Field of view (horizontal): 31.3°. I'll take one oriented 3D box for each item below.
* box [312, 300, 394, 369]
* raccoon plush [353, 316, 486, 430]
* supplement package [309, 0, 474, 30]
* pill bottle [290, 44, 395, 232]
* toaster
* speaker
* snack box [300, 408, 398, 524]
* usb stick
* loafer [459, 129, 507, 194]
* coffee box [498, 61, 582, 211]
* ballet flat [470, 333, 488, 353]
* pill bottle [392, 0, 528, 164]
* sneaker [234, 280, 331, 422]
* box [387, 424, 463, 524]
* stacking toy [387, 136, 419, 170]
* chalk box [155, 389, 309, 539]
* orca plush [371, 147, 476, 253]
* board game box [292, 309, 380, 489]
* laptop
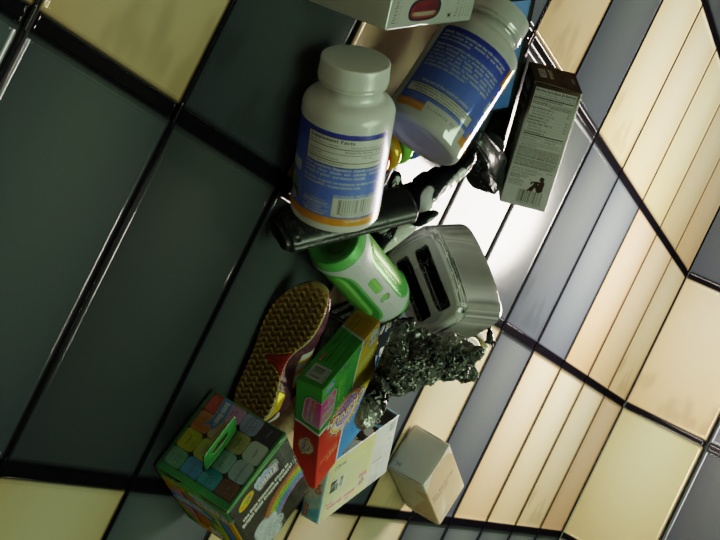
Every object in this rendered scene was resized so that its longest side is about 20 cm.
[{"bbox_3d":[-0.014,0.136,1.857,0.159,0.046,0.201,-23,133,-54],"label":"box"},{"bbox_3d":[0.085,0.157,1.752,0.097,0.133,0.201,97,16,-65],"label":"raccoon plush"},{"bbox_3d":[0.048,-0.347,1.458,0.200,0.109,0.115,-23,133,-54],"label":"supplement package"},{"bbox_3d":[-0.019,-0.156,1.505,0.112,0.112,0.201,-32,140,-48],"label":"pill bottle"},{"bbox_3d":[0.122,0.024,1.869,0.113,0.201,0.129,-28,162,29],"label":"toaster"},{"bbox_3d":[0.000,0.000,1.699,0.089,0.088,0.200,-59,149,-11],"label":"speaker"},{"bbox_3d":[-0.015,0.304,2.022,0.200,0.037,0.117,-28,136,-52],"label":"snack box"},{"bbox_3d":[-0.016,-0.064,1.589,0.199,0.056,0.033,-15,153,-31],"label":"usb stick"},{"bbox_3d":[0.182,-0.178,1.930,0.071,0.068,0.201,-68,161,-10],"label":"loafer"},{"bbox_3d":[0.278,-0.211,2.016,0.113,0.079,0.201,-83,-174,-66],"label":"coffee box"},{"bbox_3d":[0.181,0.126,2.200,0.068,0.067,0.200,-64,155,0],"label":"ballet flat"},{"bbox_3d":[0.124,-0.241,1.585,0.201,0.112,0.112,-56,154,-11],"label":"pill bottle"},{"bbox_3d":[-0.094,0.104,1.660,0.201,0.075,0.090,-60,164,4],"label":"sneaker"},{"bbox_3d":[0.118,0.366,2.289,0.095,0.077,0.200,-55,153,-18],"label":"box"},{"bbox_3d":[0.040,-0.162,1.659,0.200,0.085,0.086,-39,145,-34],"label":"stacking toy"},{"bbox_3d":[-0.161,0.245,1.589,0.125,0.123,0.201,-51,151,-24],"label":"chalk box"},{"bbox_3d":[0.075,-0.111,1.771,0.199,0.105,0.071,-38,110,-2],"label":"orca plush"},{"bbox_3d":[-0.034,0.174,1.725,0.153,0.040,0.201,-49,154,-41],"label":"board game box"},{"bbox_3d":[0.181,-0.272,1.781,0.201,0.102,0.179,-82,180,-59],"label":"laptop"}]
